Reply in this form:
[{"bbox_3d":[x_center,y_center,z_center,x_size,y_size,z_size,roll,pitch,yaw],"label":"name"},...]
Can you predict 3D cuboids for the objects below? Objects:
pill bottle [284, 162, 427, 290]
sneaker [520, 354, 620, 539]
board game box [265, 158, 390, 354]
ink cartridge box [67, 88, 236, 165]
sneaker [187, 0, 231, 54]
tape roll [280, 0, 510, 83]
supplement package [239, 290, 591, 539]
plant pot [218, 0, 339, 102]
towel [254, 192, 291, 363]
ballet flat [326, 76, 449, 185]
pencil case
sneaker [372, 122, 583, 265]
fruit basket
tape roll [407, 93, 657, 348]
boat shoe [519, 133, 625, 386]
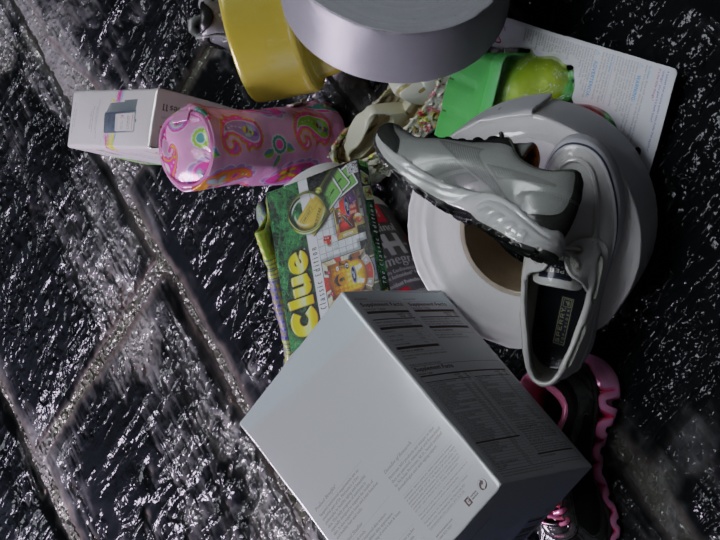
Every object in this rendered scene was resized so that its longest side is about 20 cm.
[{"bbox_3d":[0.000,0.000,1.528,0.111,0.110,0.201,-49,61,30],"label":"pill bottle"},{"bbox_3d":[0.163,0.169,1.365,0.079,0.095,0.202,-6,82,44],"label":"sneaker"},{"bbox_3d":[-0.024,0.011,1.463,0.104,0.023,0.202,-20,72,30],"label":"board game box"},{"bbox_3d":[-0.214,-0.154,1.781,0.199,0.117,0.068,6,87,46],"label":"ink cartridge box"},{"bbox_3d":[-0.105,-0.249,1.680,0.199,0.115,0.076,-1,84,46],"label":"sneaker"},{"bbox_3d":[0.031,-0.256,1.384,0.066,0.199,0.201,94,154,-57],"label":"tape roll"},{"bbox_3d":[0.043,0.138,1.300,0.200,0.150,0.152,50,116,24],"label":"supplement package"},{"bbox_3d":[-0.024,-0.270,1.532,0.187,0.201,0.202,-8,76,8],"label":"plant pot"},{"bbox_3d":[-0.077,0.039,1.582,0.144,0.023,0.202,-101,2,-73],"label":"towel"},{"bbox_3d":[0.040,-0.154,1.555,0.200,0.064,0.076,-50,50,29],"label":"ballet flat"},{"bbox_3d":[-0.100,-0.124,1.602,0.087,0.199,0.088,8,102,43],"label":"pencil case"},{"bbox_3d":[0.093,-0.075,1.279,0.200,0.074,0.080,30,91,36],"label":"sneaker"},{"bbox_3d":[0.164,-0.112,1.419,0.199,0.094,0.187,20,106,26],"label":"fruit basket"},{"bbox_3d":[0.142,-0.040,1.361,0.201,0.071,0.204,8,111,21],"label":"tape roll"},{"bbox_3d":[0.159,-0.005,1.288,0.071,0.066,0.201,16,114,17],"label":"boat shoe"}]
